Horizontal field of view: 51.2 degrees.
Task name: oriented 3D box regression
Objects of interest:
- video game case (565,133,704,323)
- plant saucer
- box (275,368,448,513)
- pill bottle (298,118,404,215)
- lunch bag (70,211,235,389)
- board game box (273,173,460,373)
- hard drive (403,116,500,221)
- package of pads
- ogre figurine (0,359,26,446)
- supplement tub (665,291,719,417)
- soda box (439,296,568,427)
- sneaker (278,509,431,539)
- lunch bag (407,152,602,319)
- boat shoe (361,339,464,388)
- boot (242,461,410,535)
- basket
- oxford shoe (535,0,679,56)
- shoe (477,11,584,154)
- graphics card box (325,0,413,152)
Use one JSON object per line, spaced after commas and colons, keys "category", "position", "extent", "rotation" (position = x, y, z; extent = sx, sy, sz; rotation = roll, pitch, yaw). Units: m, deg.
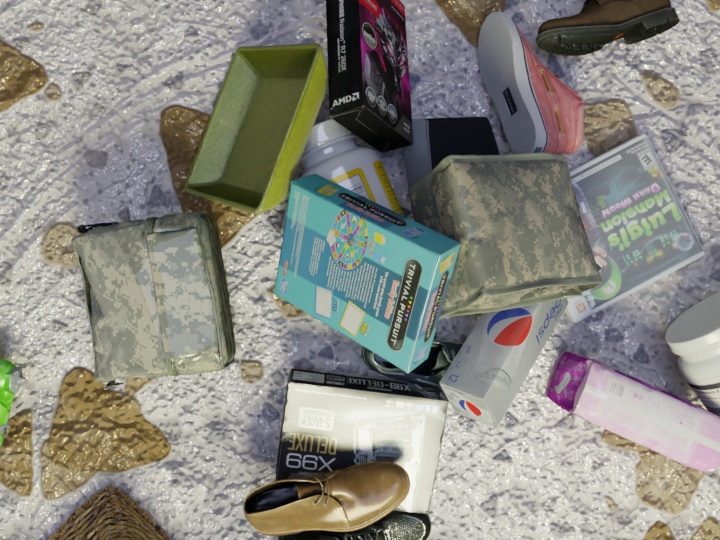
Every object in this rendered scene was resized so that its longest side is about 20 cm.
{"category": "video game case", "position": [0.327, -0.056, 0.990], "extent": [0.200, 0.023, 0.182], "rotation": [-27, 92, -3]}
{"category": "plant saucer", "position": [-0.119, -0.168, 0.903], "extent": [0.048, 0.200, 0.200], "rotation": [22, 89, -39]}
{"category": "box", "position": [-0.001, 0.215, 0.944], "extent": [0.200, 0.050, 0.158], "rotation": [8, 103, -4]}
{"category": "pill bottle", "position": [-0.012, -0.083, 0.926], "extent": [0.111, 0.111, 0.200], "rotation": [-23, 92, -3]}
{"category": "lunch bag", "position": [-0.248, 0.032, 0.899], "extent": [0.167, 0.139, 0.200], "rotation": [-9, 90, -4]}
{"category": "board game box", "position": [0.000, 0.000, 0.843], "extent": [0.200, 0.047, 0.151], "rotation": [28, 123, 26]}
{"category": "hard drive", "position": [0.127, -0.097, 0.942], "extent": [0.135, 0.042, 0.200], "rotation": [-7, 87, -29]}
{"category": "package of pads", "position": [0.345, 0.174, 0.944], "extent": [0.200, 0.121, 0.076], "rotation": [24, 89, -4]}
{"category": "ogre figurine", "position": [-0.492, 0.124, 0.909], "extent": [0.120, 0.098, 0.200], "rotation": [-42, 81, 9]}
{"category": "supplement tub", "position": [0.494, 0.135, 0.942], "extent": [0.140, 0.140, 0.200], "rotation": [-36, 92, -2]}
{"category": "soda box", "position": [0.178, 0.086, 0.916], "extent": [0.200, 0.063, 0.068], "rotation": [-53, 137, -24]}
{"category": "sneaker", "position": [-0.004, 0.346, 0.930], "extent": [0.199, 0.114, 0.076], "rotation": [-7, 93, -5]}
{"category": "lunch bag", "position": [0.174, -0.043, 0.860], "extent": [0.200, 0.118, 0.164], "rotation": [-6, 75, -27]}
{"category": "boat shoe", "position": [0.099, 0.123, 0.958], "extent": [0.200, 0.062, 0.073], "rotation": [14, 89, -3]}
{"category": "boot", "position": [-0.040, 0.266, 0.881], "extent": [0.200, 0.075, 0.074], "rotation": [-14, 59, 1]}
{"category": "basket", "position": [-0.323, 0.401, 0.936], "extent": [0.200, 0.149, 0.143], "rotation": [-45, 126, -2]}
{"category": "oxford shoe", "position": [0.306, -0.329, 0.963], "extent": [0.200, 0.073, 0.085], "rotation": [-17, 88, -19]}
{"category": "shoe", "position": [0.220, -0.237, 0.965], "extent": [0.091, 0.071, 0.200], "rotation": [-7, 75, -29]}
{"category": "graphics card box", "position": [0.011, -0.255, 0.895], "extent": [0.051, 0.125, 0.200], "rotation": [-10, 73, 28]}
